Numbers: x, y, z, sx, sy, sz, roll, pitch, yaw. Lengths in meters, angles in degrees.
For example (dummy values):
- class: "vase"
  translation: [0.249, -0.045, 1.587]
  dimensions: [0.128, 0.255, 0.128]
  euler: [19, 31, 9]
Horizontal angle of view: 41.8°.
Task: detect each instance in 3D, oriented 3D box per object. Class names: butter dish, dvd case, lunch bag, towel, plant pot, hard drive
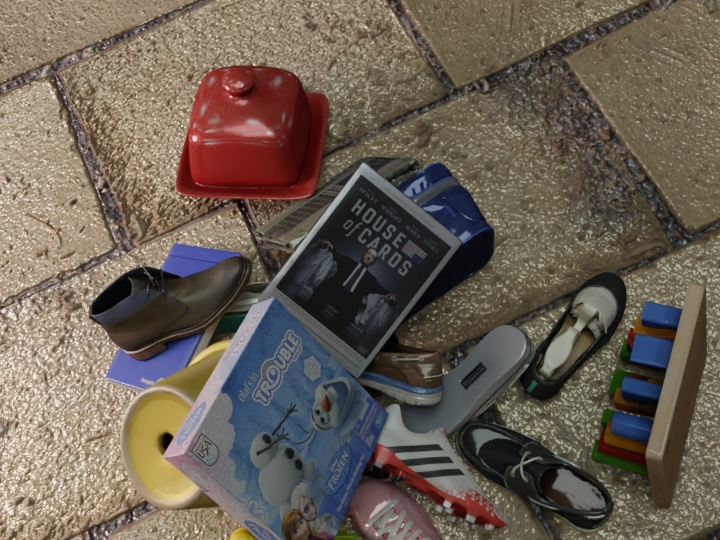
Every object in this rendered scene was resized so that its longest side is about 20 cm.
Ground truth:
- class: "butter dish"
  translation: [-0.151, -0.206, 1.257]
  dimensions: [0.197, 0.148, 0.202]
  euler: [1, 55, 7]
- class: "dvd case"
  translation: [0.000, 0.000, 1.085]
  dimensions: [0.150, 0.025, 0.201]
  euler: [38, 91, -3]
- class: "lunch bag"
  translation: [0.056, -0.032, 1.187]
  dimensions: [0.199, 0.136, 0.133]
  euler: [-33, 69, -8]
- class: "towel"
  translation: [-0.033, -0.083, 1.201]
  dimensions: [0.199, 0.192, 0.035]
  euler: [-34, 107, -12]
- class: "plant pot"
  translation: [-0.156, 0.178, 1.048]
  dimensions: [0.199, 0.188, 0.204]
  euler: [1, 91, 30]
- class: "hard drive"
  translation: [-0.235, 0.063, 1.202]
  dimensions: [0.131, 0.025, 0.202]
  euler: [8, 65, 39]

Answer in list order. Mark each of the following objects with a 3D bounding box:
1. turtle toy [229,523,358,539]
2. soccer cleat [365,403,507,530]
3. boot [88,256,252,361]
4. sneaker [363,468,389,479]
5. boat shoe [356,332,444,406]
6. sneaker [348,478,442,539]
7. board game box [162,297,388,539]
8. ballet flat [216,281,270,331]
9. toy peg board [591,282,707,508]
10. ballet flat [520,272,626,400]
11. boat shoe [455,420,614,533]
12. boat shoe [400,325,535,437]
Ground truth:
- class: "turtle toy"
  translation: [-0.062, 0.334, 1.055]
  dimensions: [0.197, 0.146, 0.102]
  euler: [5, 89, 8]
- class: "soccer cleat"
  translation: [0.095, 0.229, 1.086]
  dimensions: [0.199, 0.069, 0.086]
  euler: [32, 67, -10]
- class: "boot"
  translation: [-0.229, 0.030, 1.134]
  dimensions: [0.199, 0.097, 0.075]
  euler: [-35, 46, 10]
- class: "sneaker"
  translation: [-0.022, 0.178, 1.144]
  dimensions: [0.199, 0.076, 0.091]
  euler: [29, 66, 13]
- class: "boat shoe"
  translation: [0.015, 0.099, 1.143]
  dimensions: [0.198, 0.072, 0.073]
  euler: [15, 104, 27]
- class: "sneaker"
  translation: [0.057, 0.310, 1.064]
  dimensions: [0.075, 0.105, 0.200]
  euler: [-38, 69, -9]
- class: "board game box"
  translation: [-0.077, 0.168, 0.973]
  dimensions: [0.199, 0.043, 0.201]
  euler: [46, 49, -23]
- class: "ballet flat"
  translation: [-0.098, 0.044, 1.211]
  dimensions: [0.197, 0.070, 0.070]
  euler: [2, 68, 9]
- class: "toy peg board"
  translation: [0.323, 0.138, 1.073]
  dimensions: [0.097, 0.199, 0.202]
  euler: [11, 68, 26]
- class: "ballet flat"
  translation: [0.271, 0.076, 1.162]
  dimensions: [0.068, 0.069, 0.201]
  euler: [34, 74, 15]
- class: "boat shoe"
  translation: [0.204, 0.232, 1.105]
  dimensions: [0.199, 0.068, 0.072]
  euler: [29, 74, 17]
- class: "boat shoe"
  translation: [0.130, 0.146, 1.145]
  dimensions: [0.200, 0.066, 0.072]
  euler: [-46, 56, 8]
